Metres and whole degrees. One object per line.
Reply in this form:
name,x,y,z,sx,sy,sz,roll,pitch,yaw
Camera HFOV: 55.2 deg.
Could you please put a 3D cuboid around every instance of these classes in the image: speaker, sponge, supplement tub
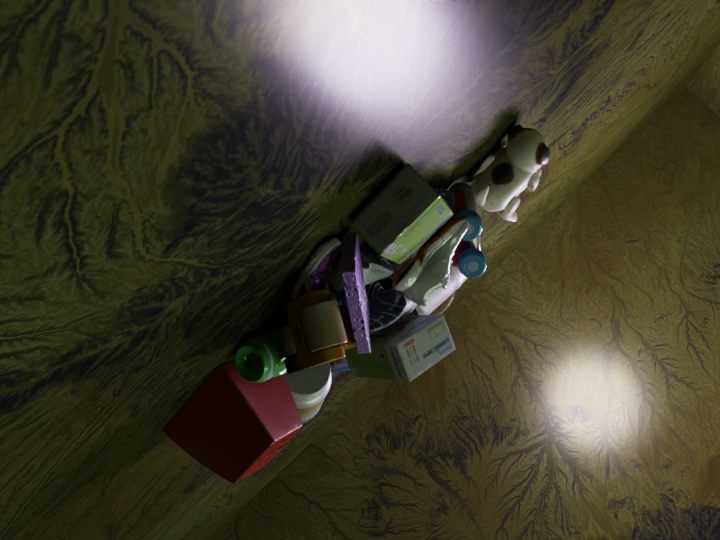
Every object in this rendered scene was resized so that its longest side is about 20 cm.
speaker,-0.161,0.159,1.373,0.089,0.089,0.200,-50,165,26
sponge,-0.007,0.043,1.270,0.029,0.112,0.201,-5,128,5
supplement tub,-0.145,0.265,1.609,0.144,0.145,0.200,-36,165,-28

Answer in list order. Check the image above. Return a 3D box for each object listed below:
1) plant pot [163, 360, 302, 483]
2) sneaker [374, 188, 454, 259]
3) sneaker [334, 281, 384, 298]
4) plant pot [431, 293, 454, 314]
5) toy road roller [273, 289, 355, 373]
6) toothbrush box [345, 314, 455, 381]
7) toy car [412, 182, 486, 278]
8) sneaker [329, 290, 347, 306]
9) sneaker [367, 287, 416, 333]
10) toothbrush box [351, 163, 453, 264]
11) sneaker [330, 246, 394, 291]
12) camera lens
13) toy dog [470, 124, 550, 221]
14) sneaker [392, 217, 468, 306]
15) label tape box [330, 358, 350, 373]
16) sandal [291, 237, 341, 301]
plant pot,-0.238,0.308,1.408,0.200,0.176,0.199,-48,166,18
sneaker,0.108,-0.099,1.435,0.199,0.077,0.085,-36,176,1
sneaker,-0.008,0.083,1.521,0.075,0.115,0.201,-32,162,-39
plant pot,0.144,0.054,1.775,0.200,0.200,0.028,-40,134,-15
toy road roller,-0.063,0.109,1.284,0.145,0.124,0.200,-11,170,-31
toothbrush box,0.078,0.162,1.469,0.145,0.087,0.199,-28,-167,-34
toy car,0.164,-0.080,1.516,0.198,0.178,0.185,-8,-151,6
sneaker,-0.043,0.117,1.471,0.201,0.088,0.079,108,-10,-59
sneaker,0.073,0.080,1.436,0.199,0.077,0.086,-37,146,-30
toothbrush box,0.082,-0.097,1.273,0.146,0.086,0.200,-45,166,8
sneaker,0.000,0.000,1.404,0.080,0.071,0.200,-50,158,20
camera lens,0.154,0.011,1.673,0.200,0.160,0.160,-39,166,-15
toy dog,0.343,-0.237,1.581,0.193,0.140,0.201,1,132,-52
sneaker,0.157,-0.016,1.386,0.200,0.092,0.076,-47,-166,-1
label tape box,0.026,0.201,1.673,0.142,0.067,0.199,-19,166,36
sandal,-0.078,0.018,1.266,0.082,0.050,0.203,-34,164,-32
